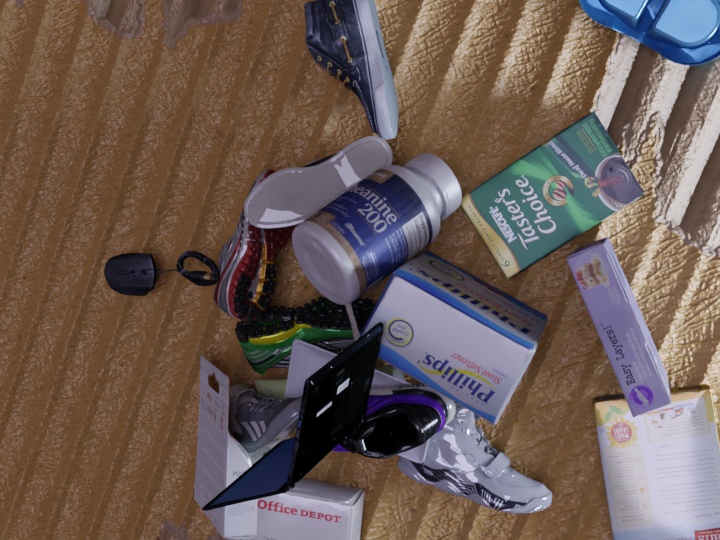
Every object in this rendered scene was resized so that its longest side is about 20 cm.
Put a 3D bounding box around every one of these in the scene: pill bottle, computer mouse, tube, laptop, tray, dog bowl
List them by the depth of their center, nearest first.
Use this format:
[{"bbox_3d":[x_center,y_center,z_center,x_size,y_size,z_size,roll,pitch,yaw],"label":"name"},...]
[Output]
[{"bbox_3d":[-0.070,0.157,1.119,0.103,0.177,0.201,19,114,20],"label":"laptop"},{"bbox_3d":[0.354,-0.319,1.233,0.199,0.050,0.112,30,99,10],"label":"dog bowl"},{"bbox_3d":[0.024,-0.057,1.239,0.200,0.111,0.111,-37,85,-24],"label":"pill bottle"},{"bbox_3d":[0.001,0.160,1.296,0.199,0.022,0.108,20,118,16],"label":"tray"},{"bbox_3d":[-0.040,0.165,1.353,0.199,0.052,0.058,-11,59,19],"label":"tube"},{"bbox_3d":[-0.269,0.003,1.367,0.199,0.034,0.059,-3,89,33],"label":"computer mouse"}]

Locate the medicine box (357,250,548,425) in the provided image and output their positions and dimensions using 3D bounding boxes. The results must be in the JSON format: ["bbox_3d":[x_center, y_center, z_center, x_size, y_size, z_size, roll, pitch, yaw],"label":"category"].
[{"bbox_3d":[0.115,0.072,1.232,0.182,0.200,0.103,29,103,9],"label":"medicine box"}]

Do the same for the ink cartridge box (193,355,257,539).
[{"bbox_3d":[-0.172,0.223,1.329,0.057,0.162,0.201,5,94,-22],"label":"ink cartridge box"}]

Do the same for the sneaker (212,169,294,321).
[{"bbox_3d":[-0.146,-0.038,1.345,0.082,0.078,0.201,8,77,49],"label":"sneaker"}]

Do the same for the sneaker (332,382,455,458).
[{"bbox_3d":[0.007,0.187,1.231,0.199,0.099,0.070,-17,103,31],"label":"sneaker"}]

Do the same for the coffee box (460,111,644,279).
[{"bbox_3d":[0.234,-0.090,1.276,0.199,0.044,0.123,-32,87,12],"label":"coffee box"}]

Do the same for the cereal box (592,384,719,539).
[{"bbox_3d":[0.371,0.249,1.271,0.143,0.040,0.201,-8,92,13],"label":"cereal box"}]

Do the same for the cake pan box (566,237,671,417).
[{"bbox_3d":[0.303,0.061,1.201,0.052,0.184,0.201,-24,89,17],"label":"cake pan box"}]

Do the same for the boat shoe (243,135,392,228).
[{"bbox_3d":[-0.052,-0.107,1.304,0.199,0.060,0.074,-30,85,-6],"label":"boat shoe"}]

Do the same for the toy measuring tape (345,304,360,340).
[{"bbox_3d":[0.000,0.000,1.309,0.073,0.074,0.201,-21,70,13],"label":"toy measuring tape"}]

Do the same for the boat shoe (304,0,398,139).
[{"bbox_3d":[-0.012,-0.256,1.311,0.090,0.071,0.202,-13,84,14],"label":"boat shoe"}]

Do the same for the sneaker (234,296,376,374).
[{"bbox_3d":[-0.058,0.086,1.348,0.199,0.078,0.086,-8,125,7],"label":"sneaker"}]

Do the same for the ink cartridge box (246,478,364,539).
[{"bbox_3d":[-0.079,0.380,1.355,0.145,0.084,0.201,8,95,12],"label":"ink cartridge box"}]

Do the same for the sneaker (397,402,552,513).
[{"bbox_3d":[0.152,0.227,1.299,0.199,0.075,0.116,16,100,14],"label":"sneaker"}]

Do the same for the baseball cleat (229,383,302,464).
[{"bbox_3d":[-0.128,0.184,1.318,0.107,0.070,0.200,55,141,9],"label":"baseball cleat"}]
